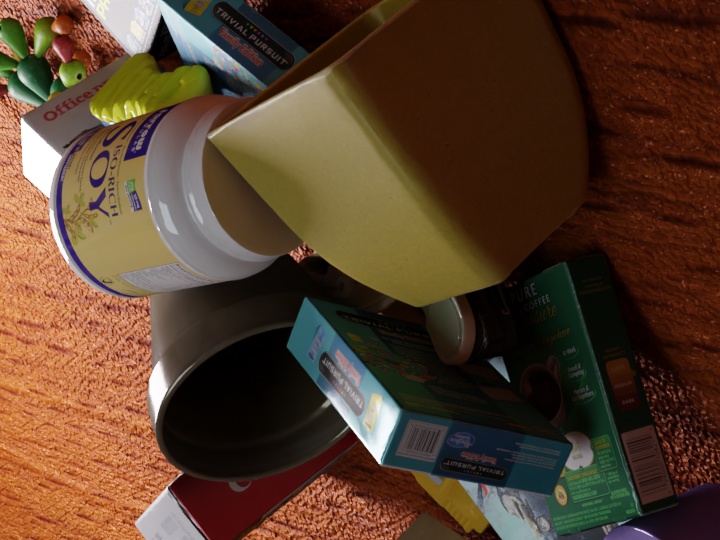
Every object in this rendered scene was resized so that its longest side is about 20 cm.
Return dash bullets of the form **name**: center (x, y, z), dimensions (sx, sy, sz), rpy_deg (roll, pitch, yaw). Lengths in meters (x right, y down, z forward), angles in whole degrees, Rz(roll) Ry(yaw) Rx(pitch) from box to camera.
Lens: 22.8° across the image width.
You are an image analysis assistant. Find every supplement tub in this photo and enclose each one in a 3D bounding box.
- **supplement tub**: center (-0.139, -0.059, 1.418), dimensions (0.199, 0.145, 0.146), rpy_deg (-11, 111, 47)

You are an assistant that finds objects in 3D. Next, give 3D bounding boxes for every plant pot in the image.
- **plant pot**: center (-0.105, 0.053, 1.546), dimensions (0.201, 0.199, 0.174), rpy_deg (95, 156, -47)
- **plant pot**: center (0.049, -0.089, 1.293), dimensions (0.200, 0.194, 0.195), rpy_deg (55, 149, -11)

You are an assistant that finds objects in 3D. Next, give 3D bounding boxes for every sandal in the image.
- **sandal**: center (-0.171, -0.136, 1.569), dimensions (0.087, 0.080, 0.200), rpy_deg (47, 169, -31)

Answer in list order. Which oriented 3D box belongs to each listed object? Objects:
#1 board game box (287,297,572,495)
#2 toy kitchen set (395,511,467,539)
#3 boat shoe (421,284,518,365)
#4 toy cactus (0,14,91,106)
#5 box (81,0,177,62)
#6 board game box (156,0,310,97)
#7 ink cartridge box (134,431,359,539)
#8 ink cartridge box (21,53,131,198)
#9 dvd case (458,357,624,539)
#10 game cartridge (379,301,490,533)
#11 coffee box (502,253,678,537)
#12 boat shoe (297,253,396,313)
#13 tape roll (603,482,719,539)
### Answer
- **board game box**: center (0.049, 0.095, 1.370), dimensions (0.200, 0.150, 0.047), rpy_deg (46, 118, 58)
- **toy kitchen set**: center (0.090, 0.375, 1.661), dimensions (0.200, 0.180, 0.164), rpy_deg (29, 149, 35)
- **boat shoe**: center (0.079, -0.006, 1.410), dimensions (0.200, 0.066, 0.075), rpy_deg (-110, 31, -46)
- **toy cactus**: center (-0.325, -0.180, 1.818), dimensions (0.199, 0.102, 0.165), rpy_deg (1, 130, 44)
- **box**: center (-0.209, -0.296, 1.578), dimensions (0.160, 0.044, 0.200), rpy_deg (48, 148, 10)
- **board game box**: center (-0.074, -0.151, 1.484), dimensions (0.200, 0.047, 0.151), rpy_deg (40, 167, 23)
- **ink cartridge box**: center (-0.105, 0.201, 1.759), dimensions (0.084, 0.200, 0.176), rpy_deg (50, 150, 5)
- **ink cartridge box**: center (-0.199, -0.094, 1.660), dimensions (0.200, 0.147, 0.086), rpy_deg (40, 146, 21)
- **dvd case**: center (0.142, 0.161, 1.515), dimensions (0.146, 0.022, 0.200), rpy_deg (-38, 85, 40)
- **game cartridge**: center (0.068, 0.135, 1.624), dimensions (0.200, 0.032, 0.177), rpy_deg (47, 148, 14)
- **coffee box**: center (0.169, 0.097, 1.378), dimensions (0.123, 0.044, 0.201), rpy_deg (-32, 73, 59)
- **boat shoe**: center (0.000, 0.000, 1.553), dimensions (0.065, 0.072, 0.200), rpy_deg (57, 155, -8)
- **tape roll**: center (0.275, 0.271, 1.372), dimensions (0.200, 0.085, 0.201), rpy_deg (51, 154, 37)
